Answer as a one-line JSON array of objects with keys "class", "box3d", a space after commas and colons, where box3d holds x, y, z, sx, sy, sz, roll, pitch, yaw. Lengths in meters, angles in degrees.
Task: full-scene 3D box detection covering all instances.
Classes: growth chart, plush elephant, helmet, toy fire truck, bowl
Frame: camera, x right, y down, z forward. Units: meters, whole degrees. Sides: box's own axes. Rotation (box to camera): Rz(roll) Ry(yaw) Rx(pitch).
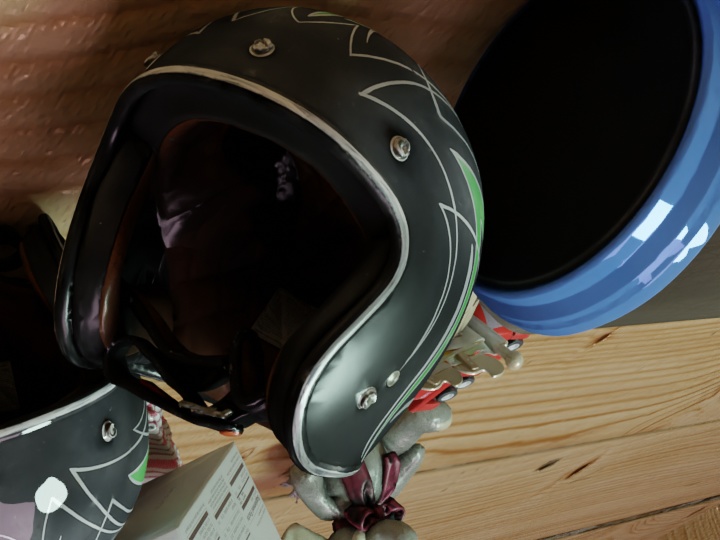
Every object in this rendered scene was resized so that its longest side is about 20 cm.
[{"class": "growth chart", "box3d": [0.008, 0.040, 0.886, 0.198, 0.145, 0.018, -6, 128, -39]}, {"class": "plush elephant", "box3d": [0.002, 0.240, 1.284, 0.163, 0.156, 0.200, -2, 150, -41]}, {"class": "helmet", "box3d": [-0.033, -0.020, 0.607, 0.199, 0.198, 0.193, 23, 87, -60]}, {"class": "toy fire truck", "box3d": [0.036, 0.082, 1.106, 0.140, 0.049, 0.200, 0, 148, -43]}, {"class": "helmet", "box3d": [-0.204, 0.085, 0.693, 0.197, 0.193, 0.201, -19, 158, -8]}, {"class": "bowl", "box3d": [0.111, -0.069, 0.657, 0.039, 0.203, 0.200, 25, 133, -32]}]

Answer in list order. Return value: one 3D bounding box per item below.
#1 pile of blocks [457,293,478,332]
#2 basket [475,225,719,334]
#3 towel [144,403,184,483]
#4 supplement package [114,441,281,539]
[{"class": "pile of blocks", "box3d": [0.000, 0.000, 0.861, 0.198, 0.082, 0.063, 2, 128, -32]}, {"class": "basket", "box3d": [0.161, -0.042, 0.730, 0.198, 0.182, 0.136, -18, -164, 39]}, {"class": "towel", "box3d": [-0.194, 0.146, 0.886, 0.145, 0.030, 0.201, -20, 157, -8]}, {"class": "supplement package", "box3d": [-0.139, 0.210, 0.812, 0.154, 0.112, 0.200, -25, -177, 6]}]
